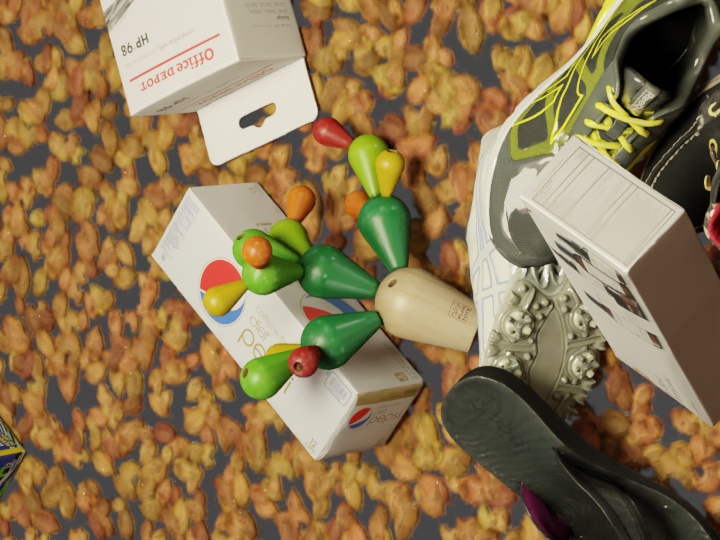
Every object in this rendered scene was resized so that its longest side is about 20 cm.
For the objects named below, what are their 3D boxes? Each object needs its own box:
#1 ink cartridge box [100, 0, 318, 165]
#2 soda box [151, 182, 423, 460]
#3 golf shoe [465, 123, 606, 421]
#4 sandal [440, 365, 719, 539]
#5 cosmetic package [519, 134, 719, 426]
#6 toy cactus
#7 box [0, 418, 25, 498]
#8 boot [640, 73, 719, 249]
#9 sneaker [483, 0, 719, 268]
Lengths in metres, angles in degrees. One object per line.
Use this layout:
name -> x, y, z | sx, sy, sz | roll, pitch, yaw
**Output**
ink cartridge box -> -0.111, -0.179, 1.649 | 0.116, 0.067, 0.200 | -22, 80, 41
soda box -> -0.050, 0.031, 1.619 | 0.200, 0.068, 0.064 | 50, 125, 27
golf shoe -> 0.100, 0.006, 1.493 | 0.097, 0.078, 0.200 | -143, 55, -65
sandal -> 0.126, 0.139, 1.440 | 0.200, 0.048, 0.075 | 37, 127, 5
cosmetic package -> 0.157, 0.010, 1.345 | 0.051, 0.200, 0.083 | -46, 56, -6
toy cactus -> 0.000, 0.000, 1.538 | 0.165, 0.200, 0.102 | 21, 143, 6
box -> -0.338, 0.192, 1.909 | 0.070, 0.064, 0.200 | 48, 124, 27
boot -> 0.212, -0.056, 1.306 | 0.200, 0.151, 0.073 | -34, 103, 35
sneaker -> 0.135, -0.089, 1.376 | 0.200, 0.074, 0.085 | -60, 11, 6
